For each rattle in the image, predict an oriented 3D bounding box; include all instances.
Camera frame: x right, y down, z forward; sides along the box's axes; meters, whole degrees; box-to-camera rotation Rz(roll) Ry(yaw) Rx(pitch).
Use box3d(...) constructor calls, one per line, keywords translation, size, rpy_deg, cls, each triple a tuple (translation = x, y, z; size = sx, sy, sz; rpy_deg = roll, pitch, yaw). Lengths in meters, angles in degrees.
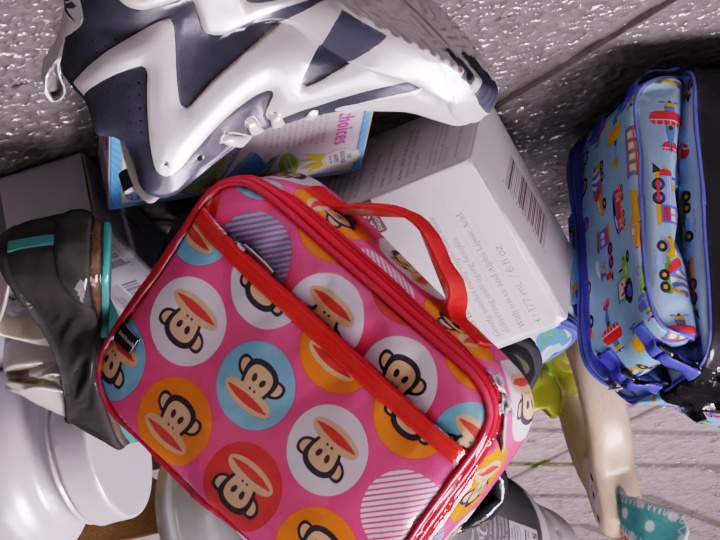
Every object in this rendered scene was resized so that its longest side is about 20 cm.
box3d(translation=(0.113, 0.118, 1.698), size=(0.142, 0.201, 0.130), rpy_deg=(-4, 157, -20), cls="rattle")

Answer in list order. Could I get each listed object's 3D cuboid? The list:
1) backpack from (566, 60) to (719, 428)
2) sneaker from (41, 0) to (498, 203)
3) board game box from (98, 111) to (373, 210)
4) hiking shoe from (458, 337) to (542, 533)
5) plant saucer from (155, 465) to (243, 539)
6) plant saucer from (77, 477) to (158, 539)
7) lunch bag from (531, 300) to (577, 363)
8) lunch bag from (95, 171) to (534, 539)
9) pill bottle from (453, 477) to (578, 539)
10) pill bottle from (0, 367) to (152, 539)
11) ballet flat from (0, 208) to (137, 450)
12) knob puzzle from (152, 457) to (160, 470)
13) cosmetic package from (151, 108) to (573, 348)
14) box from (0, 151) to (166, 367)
box3d(translation=(0.179, -0.006, 1.488), size=(0.134, 0.184, 0.200), rpy_deg=(3, 167, -14), cls="backpack")
box3d(translation=(-0.048, -0.078, 1.197), size=(0.198, 0.080, 0.130), rpy_deg=(19, 117, -29), cls="sneaker")
box3d(translation=(-0.058, -0.095, 1.315), size=(0.133, 0.034, 0.200), rpy_deg=(-9, 157, -10), cls="board game box")
box3d(translation=(0.048, 0.101, 1.473), size=(0.200, 0.100, 0.076), rpy_deg=(-36, 137, -38), cls="hiking shoe")
box3d(translation=(-0.042, 0.178, 1.692), size=(0.050, 0.201, 0.200), rpy_deg=(-33, 151, 24), cls="plant saucer")
box3d(translation=(-0.206, 0.159, 1.779), size=(0.199, 0.036, 0.200), rpy_deg=(-8, -179, 0), cls="plant saucer")
box3d(translation=(0.013, 0.031, 1.599), size=(0.199, 0.083, 0.161), rpy_deg=(-24, 153, 23), cls="lunch bag")
box3d(translation=(-0.015, 0.049, 1.354), size=(0.177, 0.200, 0.082), rpy_deg=(-54, 163, 16), cls="lunch bag")
box3d(translation=(0.044, 0.169, 1.662), size=(0.115, 0.117, 0.200), rpy_deg=(-25, 151, 29), cls="pill bottle")
box3d(translation=(-0.225, 0.118, 1.568), size=(0.199, 0.113, 0.112), rpy_deg=(-13, 159, 19), cls="pill bottle")
box3d(translation=(-0.155, 0.030, 1.429), size=(0.068, 0.068, 0.200), rpy_deg=(-2, 146, 0), cls="ballet flat")
box3d(translation=(-0.184, 0.085, 1.686), size=(0.218, 0.031, 0.220), rpy_deg=(-10, 158, -4), cls="knob puzzle")
box3d(translation=(0.000, 0.000, 1.453), size=(0.199, 0.081, 0.113), rpy_deg=(-24, 114, 21), cls="cosmetic package")
box3d(translation=(-0.209, 0.009, 1.476), size=(0.199, 0.041, 0.156), rpy_deg=(-18, 157, 10), cls="box")
